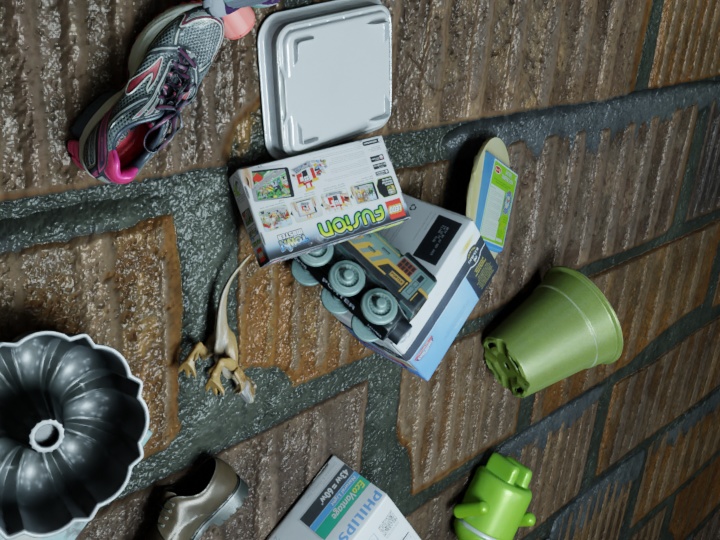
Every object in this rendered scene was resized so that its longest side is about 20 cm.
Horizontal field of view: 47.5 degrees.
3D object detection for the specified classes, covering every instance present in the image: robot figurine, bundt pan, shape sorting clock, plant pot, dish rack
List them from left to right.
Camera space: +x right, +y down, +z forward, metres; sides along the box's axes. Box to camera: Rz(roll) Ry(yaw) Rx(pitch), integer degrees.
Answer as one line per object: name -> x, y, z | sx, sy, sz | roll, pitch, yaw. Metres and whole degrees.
bundt pan -> -0.313, 0.149, 0.794 | 0.200, 0.075, 0.205 | -8, 104, -34
dish rack -> -0.029, -0.226, 0.970 | 0.199, 0.043, 0.173 | -25, 127, -37
shape sorting clock -> 0.195, -0.103, 1.255 | 0.200, 0.039, 0.202 | -37, 133, -53
robot figurine -> 0.253, 0.457, 1.570 | 0.175, 0.115, 0.202 | 24, 92, -41
plant pot -> 0.323, 0.124, 1.449 | 0.189, 0.200, 0.202 | -29, 130, -18

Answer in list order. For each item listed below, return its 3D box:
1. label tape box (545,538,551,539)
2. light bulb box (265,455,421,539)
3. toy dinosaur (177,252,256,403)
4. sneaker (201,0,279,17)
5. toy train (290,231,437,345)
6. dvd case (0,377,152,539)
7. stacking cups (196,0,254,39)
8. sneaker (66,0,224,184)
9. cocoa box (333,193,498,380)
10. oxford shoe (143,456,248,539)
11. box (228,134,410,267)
label tape box -> 0.393, 0.732, 1.907 | 0.199, 0.063, 0.146 | -10, 116, -45
light bulb box -> -0.026, 0.427, 1.239 | 0.199, 0.124, 0.201 | -48, 137, -19
toy dinosaur -> -0.167, 0.086, 0.978 | 0.106, 0.060, 0.202 | -57, 152, -49
sneaker -> -0.079, -0.293, 0.793 | 0.201, 0.087, 0.075 | -61, 141, -53
toy train -> 0.000, 0.000, 1.014 | 0.114, 0.200, 0.085 | -43, 169, -27
dvd case -> -0.331, 0.227, 0.880 | 0.201, 0.022, 0.146 | -53, 139, -13
stacking cups -> -0.160, -0.303, 0.770 | 0.061, 0.060, 0.200 | -55, 140, -12
sneaker -> -0.191, -0.166, 0.787 | 0.201, 0.074, 0.081 | -56, 140, -6
cocoa box -> 0.076, 0.023, 1.139 | 0.201, 0.133, 0.131 | -56, 142, -11
oxford shoe -> -0.235, 0.309, 1.003 | 0.200, 0.072, 0.085 | -47, 122, -25
box -> -0.044, -0.084, 0.962 | 0.198, 0.035, 0.111 | -18, 87, -30
